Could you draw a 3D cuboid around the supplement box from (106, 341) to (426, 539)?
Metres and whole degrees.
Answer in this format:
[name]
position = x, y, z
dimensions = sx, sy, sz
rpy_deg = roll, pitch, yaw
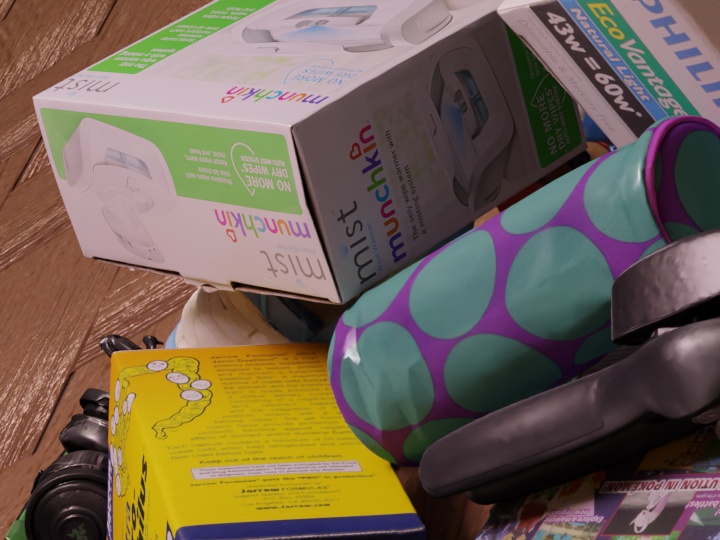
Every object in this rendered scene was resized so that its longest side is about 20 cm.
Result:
[supplement box]
position = -0.049, 0.122, 1.179
dimensions = 0.109, 0.109, 0.200
rpy_deg = -2, 22, -14

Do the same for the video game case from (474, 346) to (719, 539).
[video game case]
position = 0.142, 0.069, 1.039
dimensions = 0.200, 0.023, 0.182
rpy_deg = -8, 39, 54

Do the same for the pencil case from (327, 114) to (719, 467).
[pencil case]
position = 0.080, 0.013, 1.101
dimensions = 0.200, 0.092, 0.085
rpy_deg = -30, 61, 35

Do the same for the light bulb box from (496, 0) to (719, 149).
[light bulb box]
position = 0.206, -0.119, 1.140
dimensions = 0.200, 0.198, 0.125
rpy_deg = -50, 20, -21

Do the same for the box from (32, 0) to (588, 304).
[box]
position = -0.025, -0.070, 1.242
dimensions = 0.176, 0.097, 0.200
rpy_deg = -31, 27, -34

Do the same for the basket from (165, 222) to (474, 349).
[basket]
position = 0.000, 0.000, 1.339
dimensions = 0.200, 0.139, 0.176
rpy_deg = -46, 8, 32

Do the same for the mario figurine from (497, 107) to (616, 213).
[mario figurine]
position = 0.127, -0.071, 1.308
dimensions = 0.200, 0.106, 0.123
rpy_deg = -49, -11, -33

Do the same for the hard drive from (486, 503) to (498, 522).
[hard drive]
position = 0.111, 0.127, 1.064
dimensions = 0.140, 0.038, 0.200
rpy_deg = -47, 21, -9

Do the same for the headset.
[headset]
position = -0.161, 0.111, 1.496
dimensions = 0.200, 0.094, 0.124
rpy_deg = -40, 18, 39

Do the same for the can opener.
[can opener]
position = 0.104, 0.054, 1.029
dimensions = 0.200, 0.063, 0.079
rpy_deg = -35, 48, 42
